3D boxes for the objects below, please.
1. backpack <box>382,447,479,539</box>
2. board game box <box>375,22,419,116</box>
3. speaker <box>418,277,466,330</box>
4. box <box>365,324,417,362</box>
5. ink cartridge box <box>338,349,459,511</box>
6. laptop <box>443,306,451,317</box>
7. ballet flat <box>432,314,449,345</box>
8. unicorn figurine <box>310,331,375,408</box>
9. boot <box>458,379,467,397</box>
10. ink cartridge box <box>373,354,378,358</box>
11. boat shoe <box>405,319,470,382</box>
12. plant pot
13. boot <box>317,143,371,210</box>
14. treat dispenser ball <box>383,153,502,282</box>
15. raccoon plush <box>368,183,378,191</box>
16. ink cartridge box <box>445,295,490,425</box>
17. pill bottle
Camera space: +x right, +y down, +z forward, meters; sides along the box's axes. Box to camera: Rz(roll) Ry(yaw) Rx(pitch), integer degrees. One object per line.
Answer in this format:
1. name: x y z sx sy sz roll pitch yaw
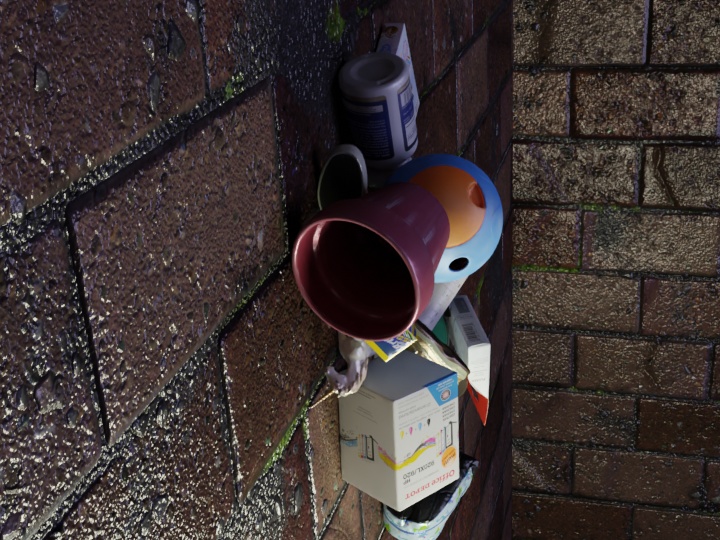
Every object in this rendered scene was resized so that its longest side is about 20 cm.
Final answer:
1. backpack: 0.124 0.446 2.018 0.200 0.163 0.154 -50 156 -55
2. board game box: 0.057 -0.300 1.818 0.200 0.041 0.201 74 25 -51
3. speaker: 0.111 0.064 1.823 0.200 0.081 0.081 -56 159 -5
4. box: 0.032 0.045 1.560 0.070 0.064 0.200 45 19 -28
5. ink cartridge box: 0.064 0.258 1.670 0.147 0.144 0.201 -19 115 -37
6. laptop: 0.134 -0.018 1.996 0.200 0.103 0.178 -45 130 -70
7. ballet flat: 0.111 0.071 1.932 0.201 0.074 0.074 68 13 9
8. unicorn figurine: -0.012 0.114 1.578 0.200 0.074 0.138 -19 93 -55
9. boot: 0.152 0.159 1.986 0.186 0.064 0.201 134 -35 -55
10. ink cartridge box: 0.065 0.192 1.942 0.176 0.045 0.201 8 86 -74
11. boat shoe: 0.104 0.141 1.757 0.200 0.076 0.072 43 7 -21
12. plant pot: 0.032 -0.030 1.423 0.179 0.199 0.201 -46 138 -46
13. boot: -0.013 -0.129 1.556 0.144 0.072 0.201 -68 164 -50
14. treat dispenser ball: 0.122 -0.082 1.590 0.201 0.200 0.202 3 90 -74
15. raccoon plush: 0.047 -0.067 1.755 0.134 0.096 0.201 53 42 -55
16. ink cartridge box: 0.200 0.173 1.935 0.160 0.047 0.201 -111 -163 -55
17. pill bottle: 0.032 -0.234 1.614 0.111 0.111 0.200 -71 158 -44
